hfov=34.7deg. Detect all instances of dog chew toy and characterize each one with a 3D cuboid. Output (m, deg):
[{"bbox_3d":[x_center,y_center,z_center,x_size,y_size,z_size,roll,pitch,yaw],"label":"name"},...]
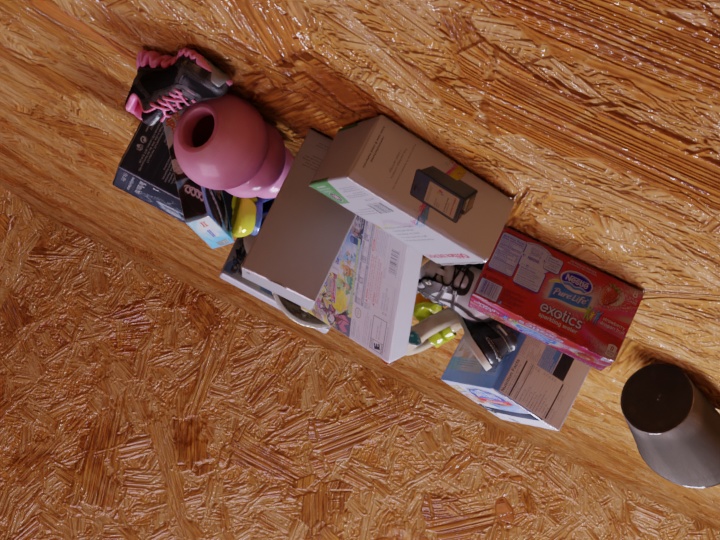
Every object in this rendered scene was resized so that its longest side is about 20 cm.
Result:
[{"bbox_3d":[-0.156,-0.153,1.520,0.124,0.126,0.200,20,176,32],"label":"dog chew toy"}]

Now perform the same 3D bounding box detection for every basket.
[{"bbox_3d":[0.484,0.234,1.780,0.179,0.137,0.200,26,168,37],"label":"basket"}]

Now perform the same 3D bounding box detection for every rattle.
[{"bbox_3d":[0.078,0.063,1.806,0.199,0.144,0.130,-11,175,-46],"label":"rattle"}]

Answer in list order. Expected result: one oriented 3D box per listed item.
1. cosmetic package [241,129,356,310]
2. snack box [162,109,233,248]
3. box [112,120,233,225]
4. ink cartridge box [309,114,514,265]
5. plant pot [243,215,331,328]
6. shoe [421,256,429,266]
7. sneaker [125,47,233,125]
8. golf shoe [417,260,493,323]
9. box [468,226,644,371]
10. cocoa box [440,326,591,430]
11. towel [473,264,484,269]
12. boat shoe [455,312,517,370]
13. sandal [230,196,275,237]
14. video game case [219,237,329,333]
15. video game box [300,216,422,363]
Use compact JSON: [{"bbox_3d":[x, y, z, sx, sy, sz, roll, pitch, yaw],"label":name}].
[{"bbox_3d":[-0.065,-0.064,1.479,0.107,0.201,0.085,27,170,-1],"label":"cosmetic package"},{"bbox_3d":[-0.227,-0.142,1.588,0.037,0.202,0.116,-17,162,6],"label":"snack box"},{"bbox_3d":[-0.278,-0.152,1.830,0.199,0.118,0.197,28,170,-11],"label":"box"},{"bbox_3d":[0.059,-0.090,1.359,0.199,0.088,0.145,32,169,-17],"label":"ink cartridge box"},{"bbox_3d":[-0.087,-0.038,1.776,0.200,0.201,0.183,34,180,-35],"label":"plant pot"},{"bbox_3d":[0.031,-0.019,1.636,0.199,0.070,0.054,-18,117,46],"label":"shoe"},{"bbox_3d":[-0.232,-0.220,1.434,0.079,0.096,0.199,35,166,-34],"label":"sneaker"},{"bbox_3d":[0.131,0.018,1.633,0.094,0.078,0.199,34,165,-37],"label":"golf shoe"},{"bbox_3d":[0.247,0.038,1.473,0.198,0.100,0.096,25,170,7],"label":"box"},{"bbox_3d":[0.236,0.147,1.752,0.131,0.134,0.200,32,169,-15],"label":"cocoa box"},{"bbox_3d":[0.125,-0.043,1.616,0.198,0.022,0.147,25,170,5],"label":"towel"},{"bbox_3d":[0.185,0.081,1.682,0.072,0.067,0.200,49,-172,-16],"label":"boat shoe"},{"bbox_3d":[-0.139,-0.102,1.658,0.086,0.080,0.201,12,-148,-12],"label":"sandal"},{"bbox_3d":[-0.111,-0.018,1.901,0.199,0.184,0.022,29,148,-10],"label":"video game case"},{"bbox_3d":[0.000,0.000,1.601,0.181,0.202,0.047,28,-146,32],"label":"video game box"}]
